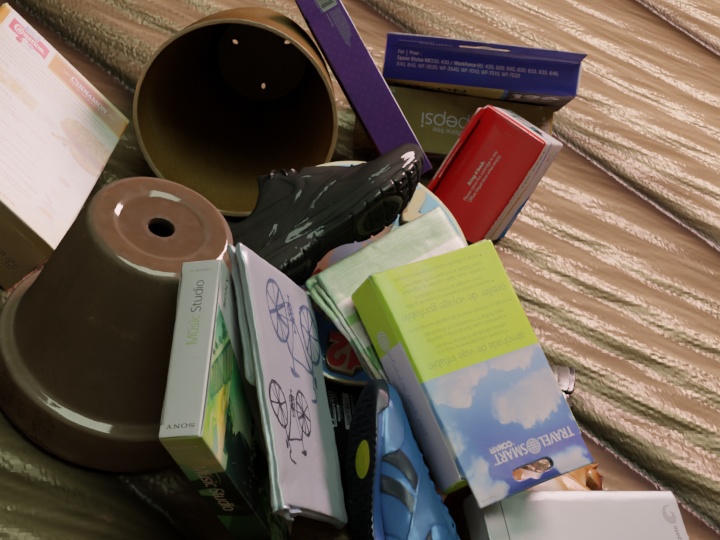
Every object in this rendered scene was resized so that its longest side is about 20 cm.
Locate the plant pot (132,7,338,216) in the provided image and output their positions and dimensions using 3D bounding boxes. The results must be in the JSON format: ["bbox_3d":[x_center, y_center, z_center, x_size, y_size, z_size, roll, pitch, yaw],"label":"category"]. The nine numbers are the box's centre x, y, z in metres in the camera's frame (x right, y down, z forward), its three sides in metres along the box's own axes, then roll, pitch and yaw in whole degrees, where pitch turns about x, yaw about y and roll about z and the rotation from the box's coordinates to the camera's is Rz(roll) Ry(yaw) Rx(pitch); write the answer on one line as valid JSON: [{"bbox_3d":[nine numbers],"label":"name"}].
[{"bbox_3d":[-0.105,-0.177,1.487,0.186,0.187,0.200,21,26,-5],"label":"plant pot"}]

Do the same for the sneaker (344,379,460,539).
[{"bbox_3d":[0.035,0.183,1.199,0.078,0.066,0.201,3,69,-20],"label":"sneaker"}]

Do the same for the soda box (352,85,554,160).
[{"bbox_3d":[0.097,-0.146,1.609,0.199,0.064,0.068,5,-1,-23],"label":"soda box"}]

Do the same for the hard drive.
[{"bbox_3d":[0.184,0.238,1.233,0.199,0.027,0.132,5,57,-30],"label":"hard drive"}]

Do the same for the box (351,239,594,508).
[{"bbox_3d":[0.089,0.084,1.237,0.122,0.048,0.201,-17,75,-29],"label":"box"}]

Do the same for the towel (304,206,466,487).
[{"bbox_3d":[0.063,0.060,1.279,0.152,0.023,0.200,-28,80,-31],"label":"towel"}]

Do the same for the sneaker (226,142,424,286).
[{"bbox_3d":[-0.036,-0.056,1.276,0.200,0.076,0.091,-33,69,-18],"label":"sneaker"}]

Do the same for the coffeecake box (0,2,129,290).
[{"bbox_3d":[-0.301,-0.109,1.328,0.154,0.073,0.200,44,35,-21],"label":"coffeecake box"}]

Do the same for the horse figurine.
[{"bbox_3d":[0.141,0.204,1.280,0.199,0.050,0.133,5,51,-27],"label":"horse figurine"}]

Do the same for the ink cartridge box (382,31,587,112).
[{"bbox_3d":[0.119,-0.197,1.585,0.197,0.047,0.200,6,1,1],"label":"ink cartridge box"}]

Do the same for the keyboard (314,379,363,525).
[{"bbox_3d":[-0.031,0.123,1.295,0.104,0.040,0.201,14,49,-26],"label":"keyboard"}]

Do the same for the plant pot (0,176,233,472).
[{"bbox_3d":[-0.178,0.027,1.212,0.199,0.175,0.201,14,41,-12],"label":"plant pot"}]

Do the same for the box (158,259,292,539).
[{"bbox_3d":[-0.090,0.106,1.142,0.036,0.200,0.145,-7,55,15],"label":"box"}]

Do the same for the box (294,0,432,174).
[{"bbox_3d":[0.002,-0.174,1.468,0.200,0.039,0.137,61,3,-3],"label":"box"}]

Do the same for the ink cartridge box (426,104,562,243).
[{"bbox_3d":[0.124,-0.090,1.478,0.067,0.116,0.200,34,12,9],"label":"ink cartridge box"}]

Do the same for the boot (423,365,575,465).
[{"bbox_3d":[0.112,0.123,1.320,0.130,0.068,0.200,18,36,12],"label":"boot"}]

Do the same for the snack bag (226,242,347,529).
[{"bbox_3d":[-0.052,0.094,1.164,0.021,0.189,0.201,-13,75,10],"label":"snack bag"}]

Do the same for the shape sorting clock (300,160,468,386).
[{"bbox_3d":[0.000,0.000,1.315,0.199,0.039,0.201,3,74,-12],"label":"shape sorting clock"}]
